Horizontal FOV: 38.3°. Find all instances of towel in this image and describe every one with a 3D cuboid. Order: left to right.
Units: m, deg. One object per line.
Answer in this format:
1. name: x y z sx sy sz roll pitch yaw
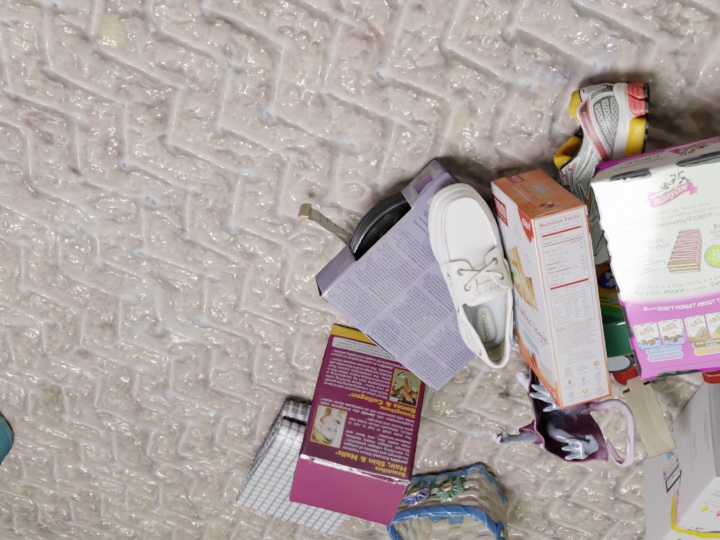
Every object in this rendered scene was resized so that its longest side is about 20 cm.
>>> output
1. towel: -0.064 0.272 1.436 0.165 0.086 0.200 21 134 -10

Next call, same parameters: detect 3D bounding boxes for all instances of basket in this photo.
1. basket: 0.115 0.372 1.406 0.176 0.201 0.139 -17 129 27

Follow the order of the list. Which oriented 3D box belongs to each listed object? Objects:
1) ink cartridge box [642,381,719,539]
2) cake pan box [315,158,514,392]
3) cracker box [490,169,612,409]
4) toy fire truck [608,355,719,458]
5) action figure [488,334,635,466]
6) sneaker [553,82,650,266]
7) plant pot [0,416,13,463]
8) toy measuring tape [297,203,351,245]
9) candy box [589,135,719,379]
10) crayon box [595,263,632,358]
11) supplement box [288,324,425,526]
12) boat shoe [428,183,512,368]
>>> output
1. ink cartridge box: 0.448 0.257 1.249 0.147 0.145 0.200 13 137 -2
2. cake pan box: 0.078 0.008 1.097 0.200 0.052 0.184 39 100 -26
3. cracker box: 0.186 0.015 1.017 0.057 0.134 0.201 -14 111 -4
4. toy fire truck: 0.349 0.108 1.152 0.175 0.129 0.200 -7 145 19
5. action figure: 0.225 0.139 1.182 0.148 0.200 0.135 4 93 3
6. sneaker: 0.228 -0.094 1.003 0.082 0.078 0.201 7 127 12
7. plant pot: -0.642 0.297 1.514 0.199 0.188 0.201 8 137 7
8. toy measuring tape: 0.000 0.000 1.151 0.200 0.074 0.074 32 133 -19
9. candy box: 0.297 -0.010 0.931 0.136 0.061 0.201 -11 109 22
10. crayon box: 0.333 0.011 1.039 0.199 0.126 0.052 -12 131 23
11. supplement box: 0.001 0.183 1.241 0.130 0.201 0.103 15 136 -1
12. boat shoe: 0.121 0.009 1.040 0.071 0.069 0.201 -21 119 -2
